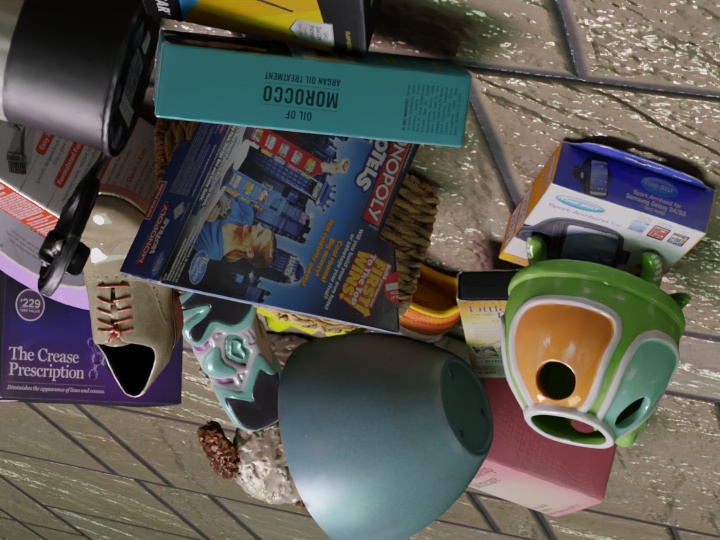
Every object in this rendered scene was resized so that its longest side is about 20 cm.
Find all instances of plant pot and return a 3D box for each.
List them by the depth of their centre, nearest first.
[{"bbox_3d":[0.039,0.140,1.671,0.135,0.200,0.200,-20,144,28],"label":"plant pot"}]

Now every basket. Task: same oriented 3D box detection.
[{"bbox_3d":[-0.065,-0.032,1.459,0.200,0.143,0.149,30,156,-33],"label":"basket"}]

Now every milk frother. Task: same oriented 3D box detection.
[{"bbox_3d":[-0.256,-0.109,1.303,0.188,0.200,0.181,15,152,3],"label":"milk frother"}]

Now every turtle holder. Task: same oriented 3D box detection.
[{"bbox_3d":[0.171,0.067,1.439,0.141,0.132,0.186,14,161,1],"label":"turtle holder"}]

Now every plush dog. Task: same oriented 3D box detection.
[{"bbox_3d":[-0.073,0.160,1.947,0.200,0.172,0.160,25,159,-20],"label":"plush dog"}]

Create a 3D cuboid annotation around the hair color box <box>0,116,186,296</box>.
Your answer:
[{"bbox_3d":[-0.210,-0.072,1.486,0.200,0.111,0.064,35,156,-26],"label":"hair color box"}]

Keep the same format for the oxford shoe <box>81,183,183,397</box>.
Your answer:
[{"bbox_3d":[-0.176,0.018,1.430,0.070,0.075,0.200,1,139,13],"label":"oxford shoe"}]

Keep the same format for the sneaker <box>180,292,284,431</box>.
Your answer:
[{"bbox_3d":[-0.132,0.036,1.687,0.140,0.078,0.200,-125,18,-60],"label":"sneaker"}]

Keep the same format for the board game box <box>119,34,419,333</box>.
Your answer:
[{"bbox_3d":[-0.039,-0.044,1.335,0.200,0.200,0.062,30,170,-34],"label":"board game box"}]

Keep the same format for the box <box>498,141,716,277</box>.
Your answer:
[{"bbox_3d":[0.183,-0.037,1.402,0.119,0.042,0.200,17,163,-3],"label":"box"}]

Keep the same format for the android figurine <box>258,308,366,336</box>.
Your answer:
[{"bbox_3d":[-0.076,0.016,1.754,0.182,0.041,0.200,23,162,-15],"label":"android figurine"}]

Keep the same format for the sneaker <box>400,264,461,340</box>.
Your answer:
[{"bbox_3d":[0.000,0.000,1.633,0.200,0.073,0.077,14,147,-14],"label":"sneaker"}]

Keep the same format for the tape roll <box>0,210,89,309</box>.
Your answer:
[{"bbox_3d":[-0.266,-0.053,1.609,0.200,0.066,0.200,24,151,14],"label":"tape roll"}]

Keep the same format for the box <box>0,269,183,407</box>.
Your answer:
[{"bbox_3d":[-0.270,0.057,1.786,0.200,0.141,0.079,5,171,-40],"label":"box"}]

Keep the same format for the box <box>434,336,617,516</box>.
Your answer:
[{"bbox_3d":[0.142,0.158,1.864,0.200,0.109,0.128,20,161,-11],"label":"box"}]

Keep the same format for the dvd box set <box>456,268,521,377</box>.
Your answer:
[{"bbox_3d":[0.162,0.048,1.620,0.146,0.029,0.200,-2,158,8],"label":"dvd box set"}]

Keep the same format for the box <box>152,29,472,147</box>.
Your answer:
[{"bbox_3d":[-0.033,-0.120,1.223,0.200,0.049,0.082,5,-167,-8],"label":"box"}]

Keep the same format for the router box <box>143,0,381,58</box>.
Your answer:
[{"bbox_3d":[-0.065,-0.205,1.117,0.149,0.051,0.200,12,161,7],"label":"router box"}]
